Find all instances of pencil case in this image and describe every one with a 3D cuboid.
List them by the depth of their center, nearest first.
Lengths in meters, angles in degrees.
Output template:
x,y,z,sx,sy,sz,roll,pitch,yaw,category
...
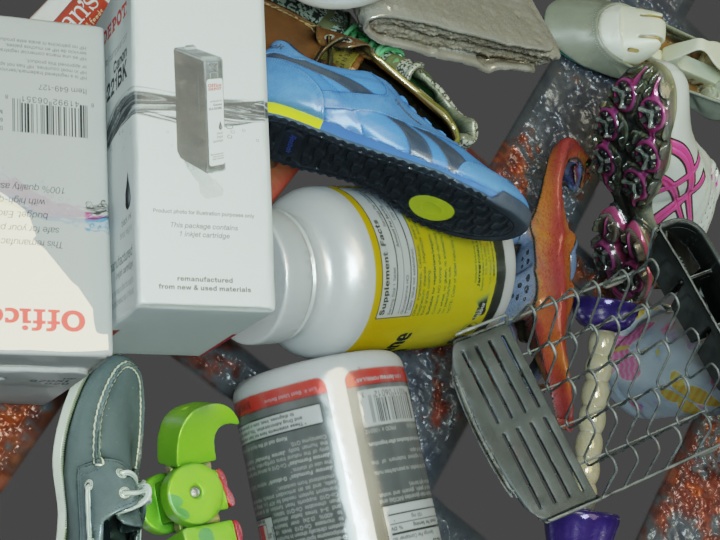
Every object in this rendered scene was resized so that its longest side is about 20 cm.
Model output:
x,y,z,sx,sy,sz,roll,pitch,yaw,category
0.261,0.062,1.120,0.083,0.200,0.091,48,66,-15,pencil case

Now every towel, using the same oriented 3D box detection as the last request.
x,y,z,sx,sy,sz,roll,pitch,yaw,category
0.054,-0.209,1.139,0.199,0.035,0.133,7,47,-41,towel

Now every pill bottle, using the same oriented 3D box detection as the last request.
x,y,z,sx,sy,sz,roll,pitch,yaw,category
-0.009,0.160,0.991,0.115,0.116,0.201,-6,79,-29,pill bottle
0.000,0.000,1.023,0.199,0.112,0.113,-3,76,-42,pill bottle

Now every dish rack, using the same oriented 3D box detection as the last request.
x,y,z,sx,sy,sz,roll,pitch,yaw,category
0.164,0.068,1.003,0.199,0.055,0.154,-20,68,-18,dish rack

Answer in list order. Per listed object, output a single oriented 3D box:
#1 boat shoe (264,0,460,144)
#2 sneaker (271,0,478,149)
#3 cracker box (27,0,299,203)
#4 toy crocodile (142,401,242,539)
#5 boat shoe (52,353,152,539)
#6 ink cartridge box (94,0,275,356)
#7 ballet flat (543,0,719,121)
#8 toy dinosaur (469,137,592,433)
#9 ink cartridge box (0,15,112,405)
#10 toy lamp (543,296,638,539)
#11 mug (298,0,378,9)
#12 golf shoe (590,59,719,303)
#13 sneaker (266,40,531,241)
x,y,z,sx,sy,sz,roll,pitch,yaw,category
-0.019,-0.133,1.034,0.199,0.068,0.072,30,65,-17,boat shoe
0.012,-0.146,1.109,0.200,0.089,0.077,40,61,-12,sneaker
-0.121,-0.131,1.051,0.200,0.058,0.134,42,60,-11,cracker box
-0.097,0.182,0.965,0.061,0.067,0.201,-4,77,-30,toy crocodile
-0.147,0.148,0.937,0.073,0.061,0.201,30,62,-58,boat shoe
-0.114,-0.061,0.919,0.083,0.144,0.201,3,75,-23,ink cartridge box
0.244,-0.182,1.259,0.199,0.064,0.068,21,66,-21,ballet flat
0.142,0.000,1.108,0.105,0.200,0.183,15,100,-40,toy dinosaur
-0.236,-0.032,0.907,0.146,0.145,0.201,4,73,-24,ink cartridge box
0.166,0.121,1.118,0.058,0.058,0.202,10,83,-25,toy lamp
-0.029,-0.263,1.001,0.186,0.149,0.154,21,55,-47,mug
0.218,-0.072,1.113,0.092,0.201,0.073,-25,47,-21,golf shoe
0.023,-0.085,0.968,0.199,0.066,0.079,23,60,-8,sneaker
